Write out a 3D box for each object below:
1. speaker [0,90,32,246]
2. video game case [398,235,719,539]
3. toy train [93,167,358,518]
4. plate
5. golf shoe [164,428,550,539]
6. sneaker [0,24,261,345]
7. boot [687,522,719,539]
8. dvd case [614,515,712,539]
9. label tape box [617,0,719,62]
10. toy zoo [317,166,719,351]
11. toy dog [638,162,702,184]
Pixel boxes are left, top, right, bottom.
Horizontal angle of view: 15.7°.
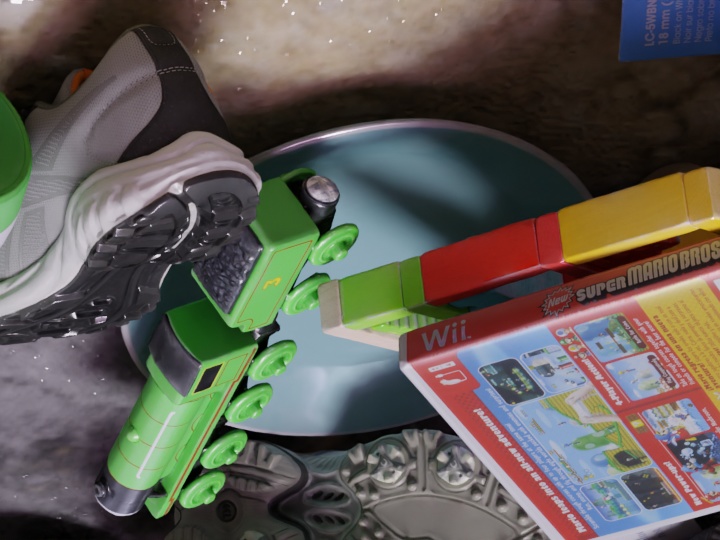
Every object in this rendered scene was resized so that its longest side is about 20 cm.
[{"bbox_3d":[-0.198,0.008,0.956,0.088,0.089,0.200,15,134,-31],"label":"speaker"},{"bbox_3d":[0.134,0.039,0.943,0.199,0.017,0.143,-18,139,22],"label":"video game case"},{"bbox_3d":[-0.058,0.035,1.021,0.056,0.042,0.200,-20,152,-38],"label":"toy train"},{"bbox_3d":[0.000,0.000,1.058,0.199,0.026,0.200,-9,142,-7],"label":"plate"},{"bbox_3d":[0.015,0.108,1.132,0.199,0.079,0.097,6,175,26],"label":"golf shoe"},{"bbox_3d":[-0.105,-0.024,0.969,0.074,0.080,0.200,-6,162,-38],"label":"sneaker"},{"bbox_3d":[0.168,0.190,1.318,0.131,0.070,0.200,-27,140,25],"label":"boot"},{"bbox_3d":[0.053,0.127,1.240,0.199,0.018,0.143,-24,142,15],"label":"dvd case"},{"bbox_3d":[0.197,-0.124,0.906,0.199,0.063,0.145,-8,131,-7],"label":"label tape box"},{"bbox_3d":[0.102,0.000,0.966,0.200,0.021,0.131,-18,161,34],"label":"toy zoo"},{"bbox_3d":[0.196,-0.016,1.034,0.132,0.097,0.200,14,135,-31],"label":"toy dog"}]
